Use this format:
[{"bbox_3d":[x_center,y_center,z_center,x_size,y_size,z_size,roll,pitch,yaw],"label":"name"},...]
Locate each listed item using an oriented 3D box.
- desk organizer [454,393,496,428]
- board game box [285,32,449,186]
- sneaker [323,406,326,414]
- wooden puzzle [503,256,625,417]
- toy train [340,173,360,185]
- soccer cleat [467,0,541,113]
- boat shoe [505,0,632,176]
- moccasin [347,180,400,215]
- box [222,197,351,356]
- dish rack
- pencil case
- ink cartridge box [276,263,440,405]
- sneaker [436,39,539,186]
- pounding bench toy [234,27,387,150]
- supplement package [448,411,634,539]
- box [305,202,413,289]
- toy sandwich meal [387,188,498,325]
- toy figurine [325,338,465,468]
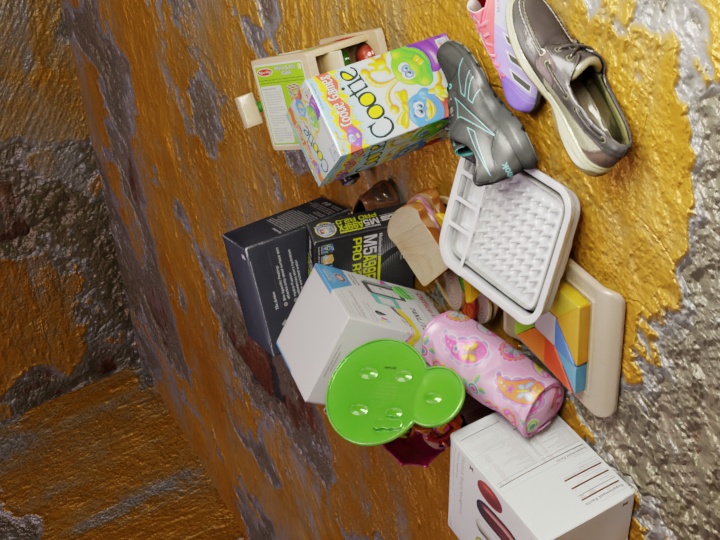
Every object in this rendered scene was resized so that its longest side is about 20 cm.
[{"bbox_3d":[0.145,0.209,1.564,0.200,0.076,0.072,7,117,66],"label":"desk organizer"},{"bbox_3d":[0.027,-0.196,1.296,0.106,0.199,0.103,64,158,7],"label":"board game box"},{"bbox_3d":[-0.013,0.192,1.820,0.200,0.145,0.081,35,142,53],"label":"sneaker"},{"bbox_3d":[0.233,0.058,1.271,0.200,0.037,0.187,43,147,46],"label":"wooden puzzle"},{"bbox_3d":[-0.043,-0.229,1.595,0.114,0.085,0.202,-32,81,58],"label":"toy train"},{"bbox_3d":[0.147,-0.258,1.125,0.068,0.073,0.202,32,139,54],"label":"soccer cleat"},{"bbox_3d":[0.213,-0.195,1.053,0.201,0.073,0.065,62,147,5],"label":"boat shoe"},{"bbox_3d":[0.004,-0.062,1.636,0.074,0.077,0.202,62,157,13],"label":"moccasin"},{"bbox_3d":[-0.105,0.006,1.792,0.117,0.198,0.199,28,135,58],"label":"box"},{"bbox_3d":[0.177,-0.050,1.243,0.200,0.043,0.173,42,126,48],"label":"dish rack"},{"bbox_3d":[0.167,0.131,1.380,0.199,0.087,0.088,34,142,35],"label":"pencil case"},{"bbox_3d":[0.011,0.106,1.535,0.147,0.198,0.147,-62,34,20],"label":"ink cartridge box"},{"bbox_3d":[0.124,-0.181,1.204,0.075,0.079,0.201,43,-163,-56],"label":"sneaker"},{"bbox_3d":[-0.063,-0.250,1.473,0.199,0.155,0.126,5,115,49],"label":"pounding bench toy"},{"bbox_3d":[0.226,0.312,1.378,0.200,0.146,0.193,46,150,44],"label":"supplement package"},{"bbox_3d":[0.000,0.000,1.590,0.201,0.158,0.044,93,160,-45],"label":"box"},{"bbox_3d":[0.115,-0.013,1.435,0.205,0.070,0.207,49,152,39],"label":"toy sandwich meal"},{"bbox_3d":[0.079,0.200,1.440,0.198,0.151,0.184,0,151,28],"label":"toy figurine"}]
